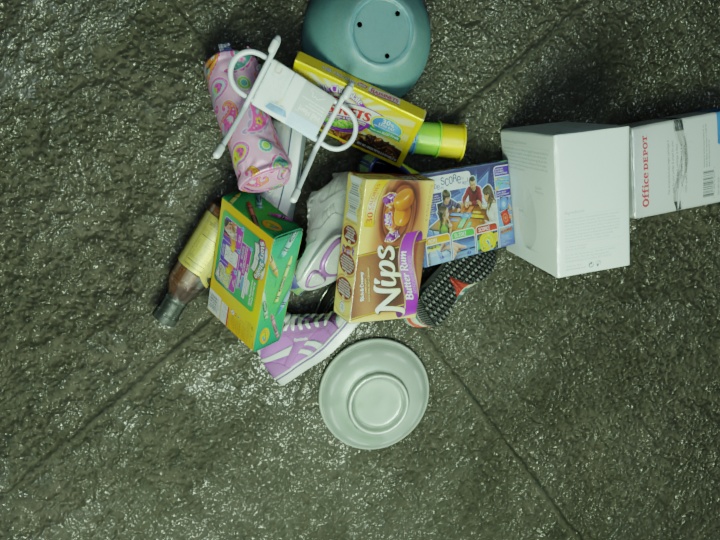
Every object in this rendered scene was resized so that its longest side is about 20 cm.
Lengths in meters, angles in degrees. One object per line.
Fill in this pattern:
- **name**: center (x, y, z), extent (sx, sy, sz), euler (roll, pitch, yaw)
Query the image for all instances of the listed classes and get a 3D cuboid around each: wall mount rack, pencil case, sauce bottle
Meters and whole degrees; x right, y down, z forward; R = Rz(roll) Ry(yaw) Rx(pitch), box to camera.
- **wall mount rack**: center (-0.101, -0.200, 0.888), extent (0.197, 0.075, 0.176), euler (28, 97, -12)
- **pencil case**: center (-0.160, -0.213, 0.948), extent (0.085, 0.088, 0.204), euler (-17, 79, -5)
- **sauce bottle**: center (-0.251, -0.008, 1.025), extent (0.065, 0.066, 0.202), euler (31, 98, -15)

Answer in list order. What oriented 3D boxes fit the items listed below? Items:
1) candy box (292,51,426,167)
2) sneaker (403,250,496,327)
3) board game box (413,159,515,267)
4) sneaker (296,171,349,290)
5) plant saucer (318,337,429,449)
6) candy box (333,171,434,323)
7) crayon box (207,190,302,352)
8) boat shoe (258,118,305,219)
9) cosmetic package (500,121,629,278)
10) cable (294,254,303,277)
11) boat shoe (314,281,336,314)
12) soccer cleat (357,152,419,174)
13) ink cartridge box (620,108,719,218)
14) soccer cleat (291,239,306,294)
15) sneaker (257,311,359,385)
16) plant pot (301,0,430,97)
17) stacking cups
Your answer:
- **candy box**: center (-0.013, -0.228, 0.959), extent (0.196, 0.027, 0.103), euler (23, 140, -5)
- **sneaker**: center (0.140, 0.020, 1.102), extent (0.071, 0.093, 0.200), euler (49, 64, -8)
- **board game box**: center (0.157, -0.092, 1.037), extent (0.197, 0.034, 0.139), euler (-13, 101, -34)
- **sneaker**: center (-0.048, -0.061, 0.982), extent (0.202, 0.098, 0.075), euler (-60, 148, -22)
- **plant saucer**: center (0.027, 0.218, 1.134), extent (0.195, 0.050, 0.206), euler (-2, 103, -9)
- **candy box**: center (0.031, -0.032, 0.938), extent (0.114, 0.056, 0.205), euler (-2, 108, -30)
- **crayon box**: center (-0.159, 0.001, 0.979), extent (0.058, 0.118, 0.203), euler (-21, 138, -44)
- **boat shoe**: center (-0.128, -0.128, 1.013), extent (0.064, 0.074, 0.205), euler (10, 83, 1)
- **cosmetic package**: center (0.310, -0.119, 1.027), extent (0.120, 0.200, 0.205), euler (-10, 106, -8)
- **cable**: center (0.000, 0.000, 1.007), extent (0.196, 0.050, 0.099), euler (16, 100, -22)
- **boat shoe**: center (-0.006, 0.033, 1.078), extent (0.071, 0.061, 0.203), euler (36, 95, -17)
- **soccer cleat**: center (0.085, -0.125, 1.045), extent (0.197, 0.084, 0.066), euler (24, 98, -15)
- **ink cartridge box**: center (0.517, -0.180, 1.110), extent (0.195, 0.084, 0.148), euler (-11, 104, -9)
- **soccer cleat**: center (-0.040, -0.036, 1.058), extent (0.198, 0.065, 0.084), euler (-33, 132, -5)
- **sneaker**: center (-0.092, 0.089, 1.045), extent (0.199, 0.073, 0.115), euler (-36, 95, 22)
- **plant pot**: center (0.018, -0.337, 0.958), extent (0.195, 0.135, 0.206), euler (-2, 103, -9)
- **stacking cups**: center (0.064, -0.208, 1.042), extent (0.195, 0.061, 0.062), euler (4, 103, -6)
